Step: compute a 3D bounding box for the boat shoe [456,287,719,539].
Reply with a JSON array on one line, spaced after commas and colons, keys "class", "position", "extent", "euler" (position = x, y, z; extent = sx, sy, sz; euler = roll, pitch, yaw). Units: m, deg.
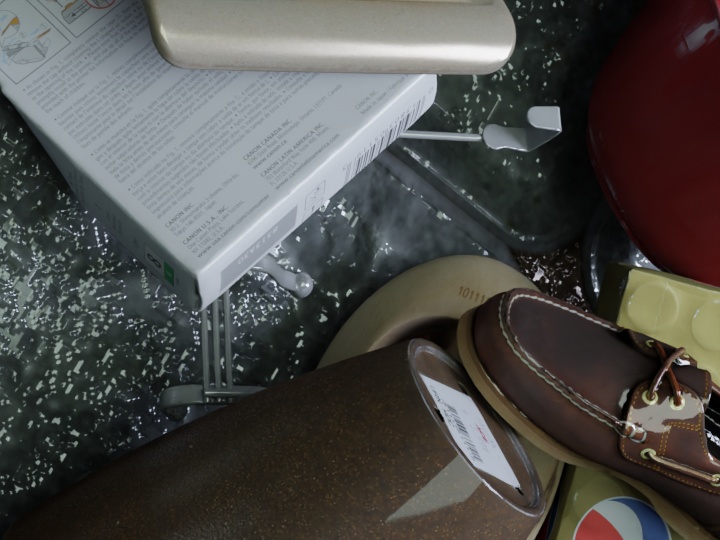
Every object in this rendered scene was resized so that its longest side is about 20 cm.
[{"class": "boat shoe", "position": [0.136, 0.063, 0.866], "extent": [0.199, 0.070, 0.071], "euler": [32, 47, -24]}]

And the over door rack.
[{"class": "over door rack", "position": [0.000, 0.000, 0.923], "extent": [0.198, 0.067, 0.149], "euler": [-1, 76, -8]}]

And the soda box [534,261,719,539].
[{"class": "soda box", "position": [0.134, 0.100, 0.956], "extent": [0.067, 0.064, 0.201], "euler": [15, 92, -4]}]

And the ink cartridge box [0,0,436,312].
[{"class": "ink cartridge box", "position": [-0.088, -0.102, 0.887], "extent": [0.200, 0.050, 0.161], "euler": [42, 68, 15]}]

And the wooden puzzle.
[{"class": "wooden puzzle", "position": [-0.035, -0.176, 0.882], "extent": [0.184, 0.037, 0.201], "euler": [-2, 53, -29]}]

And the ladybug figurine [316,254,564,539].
[{"class": "ladybug figurine", "position": [0.035, 0.092, 0.961], "extent": [0.135, 0.072, 0.201], "euler": [22, 80, 11]}]

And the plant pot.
[{"class": "plant pot", "position": [-0.024, 0.126, 0.832], "extent": [0.200, 0.187, 0.187], "euler": [-38, 115, 16]}]

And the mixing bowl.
[{"class": "mixing bowl", "position": [0.190, -0.065, 1.010], "extent": [0.200, 0.108, 0.201], "euler": [45, 29, -33]}]
